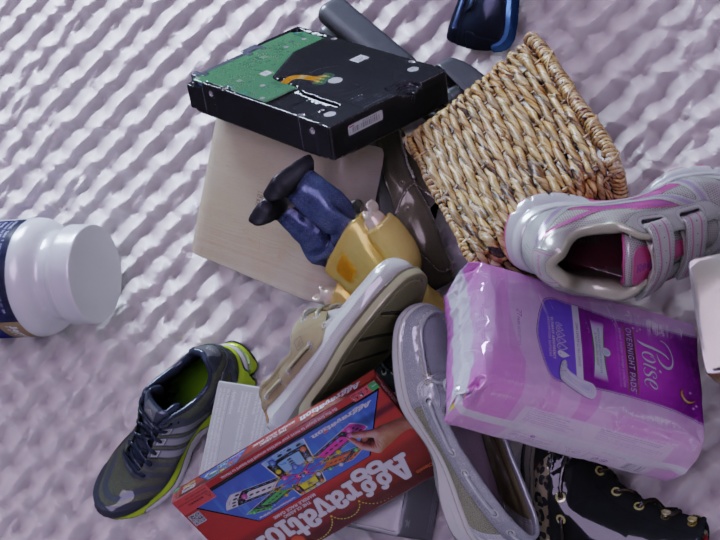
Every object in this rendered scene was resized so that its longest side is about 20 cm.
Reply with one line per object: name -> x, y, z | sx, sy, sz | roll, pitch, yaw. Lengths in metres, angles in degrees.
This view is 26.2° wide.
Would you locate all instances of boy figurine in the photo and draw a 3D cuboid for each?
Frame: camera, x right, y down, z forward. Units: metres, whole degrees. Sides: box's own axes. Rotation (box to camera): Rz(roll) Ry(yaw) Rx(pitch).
boy figurine -> 0.000, 0.000, 1.284 | 0.200, 0.064, 0.124 | 46, 134, 7

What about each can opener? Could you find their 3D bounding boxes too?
can opener -> 0.045, -0.187, 1.418 | 0.067, 0.053, 0.200 | -33, 60, -23

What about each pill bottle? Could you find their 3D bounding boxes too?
pill bottle -> -0.338, 0.008, 1.491 | 0.200, 0.116, 0.116 | -3, 74, 24

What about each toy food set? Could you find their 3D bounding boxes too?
toy food set -> -0.068, -0.063, 1.395 | 0.200, 0.060, 0.144 | 20, 103, 40

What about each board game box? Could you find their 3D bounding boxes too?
board game box -> -0.041, 0.167, 1.238 | 0.200, 0.103, 0.019 | -32, 25, 16

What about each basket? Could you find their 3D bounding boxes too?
basket -> 0.152, -0.066, 1.264 | 0.149, 0.143, 0.200 | -39, 40, 12

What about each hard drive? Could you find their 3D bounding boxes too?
hard drive -> -0.040, -0.158, 1.360 | 0.140, 0.038, 0.200 | -30, 37, -34

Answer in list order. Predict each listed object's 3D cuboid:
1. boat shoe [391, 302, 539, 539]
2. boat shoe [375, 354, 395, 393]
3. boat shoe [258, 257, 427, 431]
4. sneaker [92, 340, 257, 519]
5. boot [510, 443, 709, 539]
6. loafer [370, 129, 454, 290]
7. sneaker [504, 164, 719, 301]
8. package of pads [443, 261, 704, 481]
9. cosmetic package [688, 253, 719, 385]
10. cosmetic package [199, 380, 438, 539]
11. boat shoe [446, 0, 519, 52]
boat shoe -> 0.083, 0.119, 1.200 | 0.065, 0.074, 0.202 | -15, 93, 43
boat shoe -> 0.049, 0.067, 1.327 | 0.199, 0.066, 0.075 | 0, 75, 24
boat shoe -> -0.023, 0.059, 1.237 | 0.068, 0.075, 0.200 | 49, 119, 27
sneaker -> -0.182, 0.140, 1.404 | 0.074, 0.081, 0.200 | 39, 93, 28
boot -> 0.205, 0.171, 1.227 | 0.154, 0.073, 0.204 | 11, 86, 24
loafer -> 0.040, -0.064, 1.375 | 0.070, 0.075, 0.200 | -6, 71, -9
sneaker -> 0.209, -0.018, 1.121 | 0.200, 0.088, 0.081 | -11, 115, 1
package of pads -> 0.158, 0.077, 1.161 | 0.076, 0.200, 0.121 | 127, 153, -49
cosmetic package -> 0.315, 0.047, 1.138 | 0.103, 0.200, 0.087 | -12, 73, 22
cosmetic package -> -0.031, 0.163, 1.329 | 0.200, 0.090, 0.107 | 9, 81, 23
boat shoe -> 0.111, -0.298, 1.390 | 0.069, 0.084, 0.200 | 4, 75, 13
